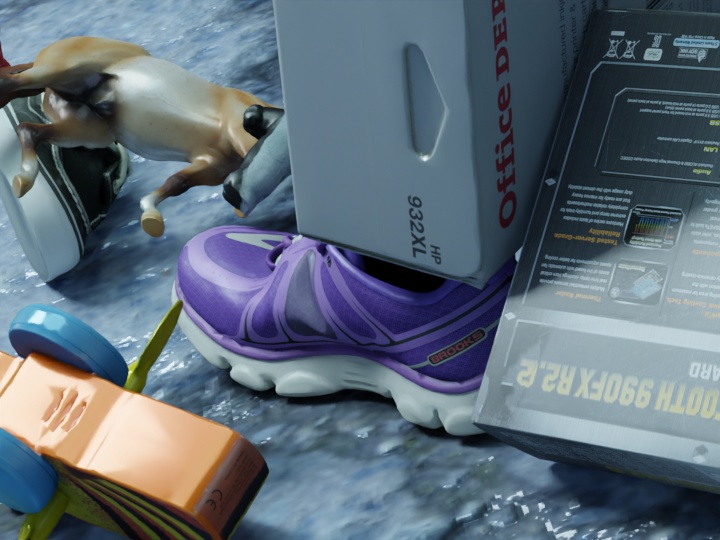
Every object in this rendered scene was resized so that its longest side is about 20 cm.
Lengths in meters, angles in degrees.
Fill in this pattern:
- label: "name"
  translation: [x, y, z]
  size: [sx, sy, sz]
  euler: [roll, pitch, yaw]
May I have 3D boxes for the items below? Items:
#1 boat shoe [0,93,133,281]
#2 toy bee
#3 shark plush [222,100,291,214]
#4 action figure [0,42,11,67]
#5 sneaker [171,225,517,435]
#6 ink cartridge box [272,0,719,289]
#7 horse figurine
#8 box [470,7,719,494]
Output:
- label: "boat shoe"
  translation: [-0.144, -0.056, 1.248]
  size: [0.063, 0.071, 0.200]
  euler: [-22, 24, -5]
- label: "toy bee"
  translation: [-0.114, 0.056, 0.982]
  size: [0.131, 0.109, 0.200]
  euler: [-38, 60, -11]
- label: "shark plush"
  translation: [0.017, -0.089, 1.108]
  size: [0.199, 0.091, 0.083]
  euler: [-22, 24, -38]
- label: "action figure"
  translation: [-0.226, -0.103, 1.375]
  size: [0.065, 0.099, 0.200]
  euler: [-13, 23, 8]
- label: "sneaker"
  translation: [0.000, 0.000, 1.024]
  size: [0.199, 0.084, 0.081]
  euler: [9, 36, 46]
- label: "ink cartridge box"
  translation: [0.055, -0.110, 0.966]
  size: [0.083, 0.146, 0.200]
  euler: [15, 37, 29]
- label: "horse figurine"
  translation: [-0.097, -0.061, 1.152]
  size: [0.199, 0.050, 0.133]
  euler: [15, 28, 12]
- label: "box"
  translation: [0.145, -0.003, 0.871]
  size: [0.199, 0.048, 0.159]
  euler: [7, 76, 43]
